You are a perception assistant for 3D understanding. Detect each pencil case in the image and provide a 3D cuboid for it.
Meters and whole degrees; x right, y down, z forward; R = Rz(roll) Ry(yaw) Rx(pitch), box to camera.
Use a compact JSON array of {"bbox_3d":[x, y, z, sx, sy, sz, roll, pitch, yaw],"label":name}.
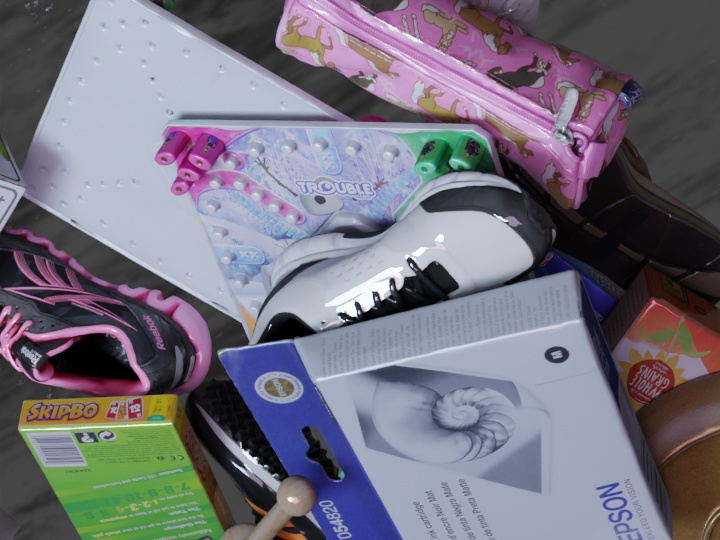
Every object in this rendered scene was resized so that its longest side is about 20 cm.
[{"bbox_3d":[0.050,-0.111,1.177,0.200,0.083,0.087,29,150,6],"label":"pencil case"}]

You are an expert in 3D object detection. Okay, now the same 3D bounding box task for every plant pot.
[{"bbox_3d":[0.227,0.152,1.249,0.199,0.028,0.201,1,113,1],"label":"plant pot"}]

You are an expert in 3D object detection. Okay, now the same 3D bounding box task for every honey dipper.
[{"bbox_3d":[-0.055,0.150,1.264,0.038,0.200,0.038,5,68,-13],"label":"honey dipper"}]

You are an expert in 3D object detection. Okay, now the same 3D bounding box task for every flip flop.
[{"bbox_3d":[0.143,-0.047,1.276,0.200,0.058,0.081,34,120,-24],"label":"flip flop"}]

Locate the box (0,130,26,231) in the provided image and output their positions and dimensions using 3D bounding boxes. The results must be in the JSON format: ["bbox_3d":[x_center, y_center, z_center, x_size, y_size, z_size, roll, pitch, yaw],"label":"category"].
[{"bbox_3d":[-0.285,-0.010,1.308,0.060,0.117,0.200,19,113,-35],"label":"box"}]

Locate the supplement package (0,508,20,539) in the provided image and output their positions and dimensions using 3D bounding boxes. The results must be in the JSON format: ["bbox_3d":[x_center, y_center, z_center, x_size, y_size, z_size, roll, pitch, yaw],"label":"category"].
[{"bbox_3d":[-0.352,0.176,1.346,0.200,0.191,0.147,43,109,-7],"label":"supplement package"}]

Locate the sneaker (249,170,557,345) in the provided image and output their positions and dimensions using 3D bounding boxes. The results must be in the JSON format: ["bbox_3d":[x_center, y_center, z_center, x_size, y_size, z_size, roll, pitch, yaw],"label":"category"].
[{"bbox_3d":[0.021,0.011,1.154,0.200,0.080,0.074,-25,117,41],"label":"sneaker"}]

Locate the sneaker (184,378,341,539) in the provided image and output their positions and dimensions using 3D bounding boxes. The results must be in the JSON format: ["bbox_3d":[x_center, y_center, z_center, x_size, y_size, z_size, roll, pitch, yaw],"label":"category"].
[{"bbox_3d":[-0.045,0.158,1.365,0.200,0.070,0.090,40,117,-4],"label":"sneaker"}]

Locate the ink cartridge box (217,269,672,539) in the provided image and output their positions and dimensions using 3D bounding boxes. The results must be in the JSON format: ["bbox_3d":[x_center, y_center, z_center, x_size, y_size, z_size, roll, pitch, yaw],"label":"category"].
[{"bbox_3d":[0.048,0.097,1.169,0.199,0.041,0.200,-13,135,15],"label":"ink cartridge box"}]

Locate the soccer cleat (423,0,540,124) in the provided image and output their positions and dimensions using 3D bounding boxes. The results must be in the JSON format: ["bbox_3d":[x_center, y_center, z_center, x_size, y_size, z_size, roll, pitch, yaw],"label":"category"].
[{"bbox_3d":[0.070,-0.152,1.235,0.068,0.085,0.201,13,110,3],"label":"soccer cleat"}]

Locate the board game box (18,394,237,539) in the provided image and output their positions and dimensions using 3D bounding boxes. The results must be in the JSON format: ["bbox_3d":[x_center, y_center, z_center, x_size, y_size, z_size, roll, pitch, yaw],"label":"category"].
[{"bbox_3d":[-0.135,0.140,1.345,0.095,0.030,0.200,-3,141,11],"label":"board game box"}]

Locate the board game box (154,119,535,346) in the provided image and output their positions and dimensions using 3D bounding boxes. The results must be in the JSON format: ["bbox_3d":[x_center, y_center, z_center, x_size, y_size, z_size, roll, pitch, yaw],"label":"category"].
[{"bbox_3d":[0.000,0.000,1.233,0.199,0.026,0.200,3,135,26],"label":"board game box"}]

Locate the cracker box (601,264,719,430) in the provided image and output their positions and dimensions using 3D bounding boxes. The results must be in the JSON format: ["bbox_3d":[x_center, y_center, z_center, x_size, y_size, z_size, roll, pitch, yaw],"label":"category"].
[{"bbox_3d":[0.168,0.115,1.282,0.134,0.058,0.200,31,109,-9],"label":"cracker box"}]

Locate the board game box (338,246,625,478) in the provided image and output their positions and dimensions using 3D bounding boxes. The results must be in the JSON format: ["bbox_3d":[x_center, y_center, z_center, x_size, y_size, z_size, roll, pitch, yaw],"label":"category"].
[{"bbox_3d":[0.106,0.092,1.334,0.152,0.045,0.200,36,110,-7],"label":"board game box"}]

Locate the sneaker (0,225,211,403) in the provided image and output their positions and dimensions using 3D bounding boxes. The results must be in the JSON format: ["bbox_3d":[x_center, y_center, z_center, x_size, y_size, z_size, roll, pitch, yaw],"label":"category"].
[{"bbox_3d":[-0.194,0.033,1.323,0.199,0.095,0.079,17,113,13],"label":"sneaker"}]

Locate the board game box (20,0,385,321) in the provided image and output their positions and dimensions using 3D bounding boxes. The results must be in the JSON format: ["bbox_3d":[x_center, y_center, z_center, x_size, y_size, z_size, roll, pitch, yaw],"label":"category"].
[{"bbox_3d":[-0.086,-0.061,1.267,0.200,0.026,0.200,30,140,-3],"label":"board game box"}]
